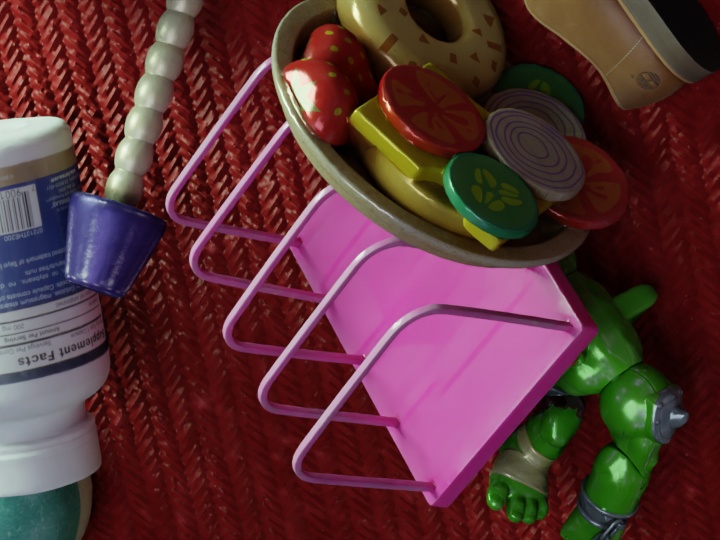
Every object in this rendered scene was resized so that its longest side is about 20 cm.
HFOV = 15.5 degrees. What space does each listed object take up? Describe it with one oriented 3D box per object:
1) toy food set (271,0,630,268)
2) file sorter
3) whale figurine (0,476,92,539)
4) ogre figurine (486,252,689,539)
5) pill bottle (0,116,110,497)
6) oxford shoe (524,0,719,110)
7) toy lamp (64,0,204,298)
[{"bbox_3d":[0.046,-0.079,1.358,0.198,0.200,0.049,42,125,8],"label":"toy food set"},{"bbox_3d":[0.000,0.000,1.392,0.139,0.125,0.201,-52,49,28],"label":"file sorter"},{"bbox_3d":[-0.253,0.108,1.594,0.159,0.104,0.201,-29,94,28],"label":"whale figurine"},{"bbox_3d":[0.101,0.051,1.441,0.120,0.098,0.201,-46,55,40],"label":"ogre figurine"},{"bbox_3d":[-0.202,0.020,1.495,0.110,0.111,0.201,-4,102,23],"label":"pill bottle"},{"bbox_3d":[0.103,-0.170,1.378,0.071,0.071,0.201,-31,95,33],"label":"oxford shoe"},{"bbox_3d":[-0.117,-0.085,1.454,0.058,0.058,0.201,16,87,16],"label":"toy lamp"}]
